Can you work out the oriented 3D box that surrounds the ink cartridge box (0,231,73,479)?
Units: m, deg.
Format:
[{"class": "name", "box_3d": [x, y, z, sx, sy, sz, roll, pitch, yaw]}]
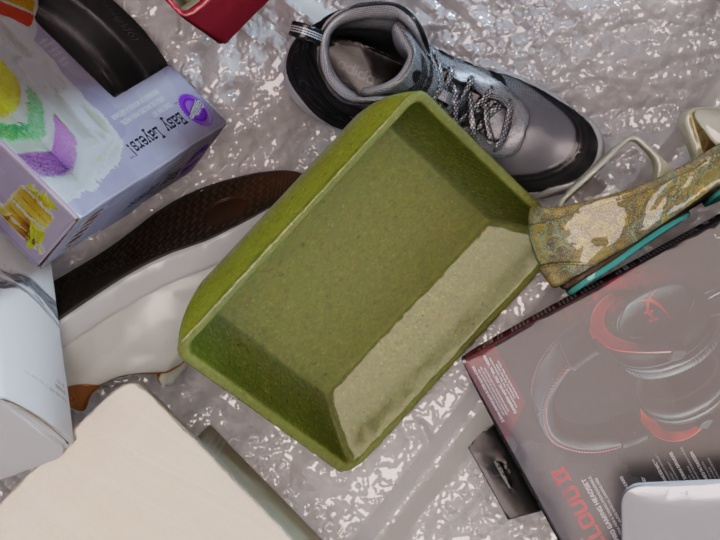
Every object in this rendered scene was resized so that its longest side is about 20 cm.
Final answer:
[{"class": "ink cartridge box", "box_3d": [-0.255, 0.025, 1.592, 0.146, 0.083, 0.200, -21, 59, 17]}]

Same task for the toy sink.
[{"class": "toy sink", "box_3d": [-0.106, 0.171, 1.622, 0.200, 0.112, 0.130, 45, 93, -2]}]

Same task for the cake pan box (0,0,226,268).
[{"class": "cake pan box", "box_3d": [-0.190, -0.108, 1.595, 0.184, 0.200, 0.052, 47, 121, 3]}]

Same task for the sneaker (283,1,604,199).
[{"class": "sneaker", "box_3d": [0.047, -0.099, 1.607, 0.200, 0.114, 0.076, 20, 84, 5]}]

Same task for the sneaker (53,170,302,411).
[{"class": "sneaker", "box_3d": [-0.107, 0.013, 1.655, 0.200, 0.073, 0.085, -30, 118, -3]}]

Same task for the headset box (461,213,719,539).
[{"class": "headset box", "box_3d": [0.162, 0.078, 1.620, 0.200, 0.075, 0.149, -28, 89, 3]}]

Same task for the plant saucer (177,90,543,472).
[{"class": "plant saucer", "box_3d": [0.000, 0.000, 1.598, 0.200, 0.200, 0.048, -47, 51, 2]}]

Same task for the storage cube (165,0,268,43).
[{"class": "storage cube", "box_3d": [-0.084, -0.256, 1.588, 0.171, 0.180, 0.200, -41, 86, 3]}]

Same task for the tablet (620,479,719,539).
[{"class": "tablet", "box_3d": [0.246, 0.172, 1.544, 0.200, 0.014, 0.130, -3, 115, 1]}]

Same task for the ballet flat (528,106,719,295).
[{"class": "ballet flat", "box_3d": [0.187, -0.058, 1.613, 0.200, 0.071, 0.071, -29, 88, -6]}]
